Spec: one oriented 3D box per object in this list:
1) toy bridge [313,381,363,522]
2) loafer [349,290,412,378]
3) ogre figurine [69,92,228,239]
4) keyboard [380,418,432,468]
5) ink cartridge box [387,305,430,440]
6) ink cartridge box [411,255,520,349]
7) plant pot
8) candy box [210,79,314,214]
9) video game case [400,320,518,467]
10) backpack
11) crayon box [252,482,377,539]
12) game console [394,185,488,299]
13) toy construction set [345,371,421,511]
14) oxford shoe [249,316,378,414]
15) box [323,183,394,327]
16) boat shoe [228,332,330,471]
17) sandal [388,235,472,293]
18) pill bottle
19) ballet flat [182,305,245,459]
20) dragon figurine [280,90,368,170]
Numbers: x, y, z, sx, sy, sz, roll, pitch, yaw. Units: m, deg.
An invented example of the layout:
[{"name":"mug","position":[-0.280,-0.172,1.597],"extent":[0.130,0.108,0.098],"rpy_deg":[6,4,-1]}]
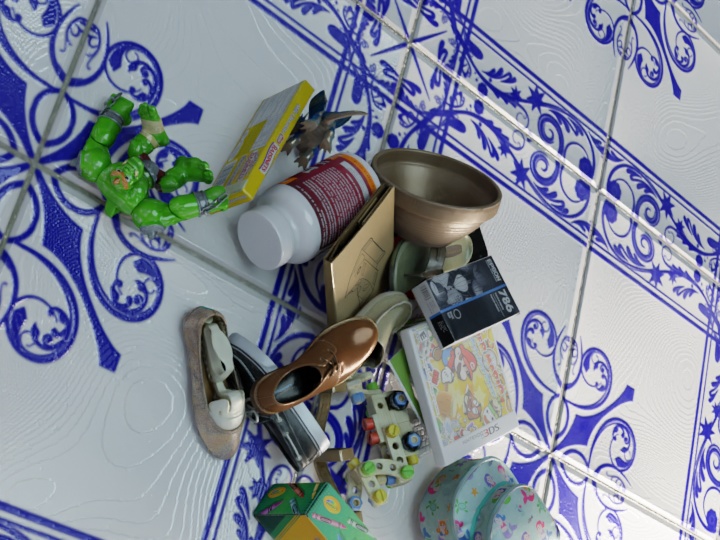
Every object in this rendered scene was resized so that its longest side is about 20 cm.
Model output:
[{"name":"toy bridge","position":[-0.038,0.253,1.638],"extent":[0.027,0.067,0.203],"rpy_deg":[-4,86,-41]},{"name":"loafer","position":[0.013,0.097,1.666],"extent":[0.199,0.068,0.076],"rpy_deg":[-34,148,-40]},{"name":"ogre figurine","position":[-0.268,-0.120,1.485],"extent":[0.120,0.098,0.200],"rpy_deg":[-46,104,-26]},{"name":"keyboard","position":[0.101,0.247,1.800],"extent":[0.199,0.011,0.057],"rpy_deg":[-17,93,-42]},{"name":"ink cartridge box","position":[0.106,0.142,1.778],"extent":[0.200,0.075,0.149],"rpy_deg":[-40,108,-40]},{"name":"ink cartridge box","position":[0.168,0.040,1.756],"extent":[0.199,0.039,0.100],"rpy_deg":[-20,81,-46]},{"name":"plant pot","position":[0.102,-0.097,1.754],"extent":[0.200,0.200,0.094],"rpy_deg":[-12,127,-42]},{"name":"candy box","position":[-0.137,-0.167,1.609],"extent":[0.026,0.102,0.201],"rpy_deg":[43,57,-27]},{"name":"video game case","position":[0.148,0.161,1.745],"extent":[0.181,0.023,0.202],"rpy_deg":[-18,93,-45]},{"name":"backpack","position":[0.186,0.379,1.767],"extent":[0.177,0.150,0.201],"rpy_deg":[-42,105,-37]},{"name":"crayon box","position":[-0.037,0.368,1.582],"extent":[0.201,0.118,0.058],"rpy_deg":[53,53,-20]},{"name":"game console","position":[0.112,-0.061,1.863],"extent":[0.199,0.031,0.179],"rpy_deg":[-21,92,-42]},{"name":"toy construction set","position":[0.017,0.231,1.684],"extent":[0.130,0.092,0.202],"rpy_deg":[-10,87,-25]},{"name":"oxford shoe","position":[-0.045,0.124,1.539],"extent":[0.199,0.071,0.072],"rpy_deg":[-35,98,-27]},{"name":"box","position":[0.000,0.000,1.671],"extent":[0.164,0.021,0.201],"rpy_deg":[-53,156,-34]},{"name":"boat shoe","position":[-0.125,0.176,1.575],"extent":[0.068,0.073,0.200],"rpy_deg":[-40,103,-22]},{"name":"sandal","position":[0.111,-0.017,1.778],"extent":[0.200,0.057,0.081],"rpy_deg":[-23,118,-43]},{"name":"pill bottle","position":[-0.070,-0.079,1.644],"extent":[0.199,0.112,0.114],"rpy_deg":[-32,102,-41]},{"name":"ballet flat","position":[-0.183,0.144,1.531],"extent":[0.068,0.067,0.202],"rpy_deg":[-16,93,-42]},{"name":"dragon figurine","position":[-0.052,-0.203,1.632],"extent":[0.059,0.200,0.100],"rpy_deg":[38,50,-13]}]
